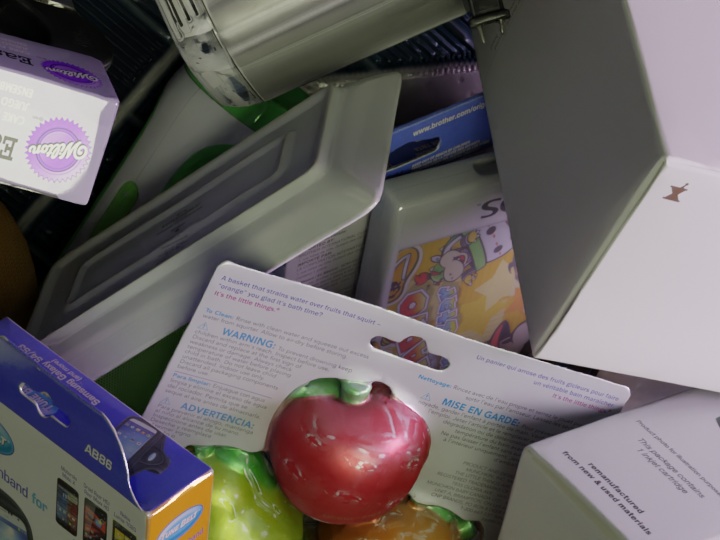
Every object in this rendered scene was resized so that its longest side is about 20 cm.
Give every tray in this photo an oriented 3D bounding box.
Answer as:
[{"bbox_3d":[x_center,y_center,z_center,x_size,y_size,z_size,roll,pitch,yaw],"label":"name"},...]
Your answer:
[{"bbox_3d":[-0.071,-0.014,0.866,0.199,0.108,0.022,-31,116,24],"label":"tray"}]

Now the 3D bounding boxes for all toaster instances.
[{"bbox_3d":[-0.032,-0.158,0.880,0.128,0.114,0.201,-26,78,5],"label":"toaster"}]

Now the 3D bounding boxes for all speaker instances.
[{"bbox_3d":[-0.095,-0.005,0.980,0.088,0.089,0.201,29,104,-25],"label":"speaker"}]

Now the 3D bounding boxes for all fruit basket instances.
[{"bbox_3d":[-0.012,0.091,0.877,0.184,0.094,0.201,17,120,-17],"label":"fruit basket"}]

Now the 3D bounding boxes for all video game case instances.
[{"bbox_3d":[0.073,0.019,1.009,0.181,0.023,0.201,-16,139,-27],"label":"video game case"}]

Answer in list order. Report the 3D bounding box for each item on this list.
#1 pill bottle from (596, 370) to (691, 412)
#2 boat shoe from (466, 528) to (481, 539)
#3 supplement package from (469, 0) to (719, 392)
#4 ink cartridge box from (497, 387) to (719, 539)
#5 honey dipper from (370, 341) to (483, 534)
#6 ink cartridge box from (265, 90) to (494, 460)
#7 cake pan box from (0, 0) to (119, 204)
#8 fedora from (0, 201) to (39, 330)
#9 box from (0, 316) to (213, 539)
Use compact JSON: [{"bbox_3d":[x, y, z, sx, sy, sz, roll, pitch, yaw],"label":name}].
[{"bbox_3d":[0.183,0.061,1.025,0.200,0.111,0.113,-38,124,-34],"label":"pill bottle"},{"bbox_3d":[0.083,0.130,1.033,0.072,0.201,0.061,47,127,8],"label":"boat shoe"},{"bbox_3d":[0.131,-0.066,0.865,0.120,0.201,0.120,11,135,-19],"label":"supplement package"},{"bbox_3d":[0.152,0.125,0.883,0.199,0.083,0.148,-14,132,-34],"label":"ink cartridge box"},{"bbox_3d":[0.046,0.103,0.944,0.038,0.038,0.200,-41,94,6],"label":"honey dipper"},{"bbox_3d":[0.000,0.000,0.980,0.119,0.042,0.201,-22,143,-29],"label":"ink cartridge box"},{"bbox_3d":[-0.201,-0.099,0.852,0.198,0.184,0.053,15,110,-20],"label":"cake pan box"},{"bbox_3d":[-0.199,0.018,0.935,0.081,0.200,0.202,-12,122,-47],"label":"fedora"},{"bbox_3d":[-0.116,0.112,0.834,0.041,0.119,0.201,-30,142,-41],"label":"box"}]
